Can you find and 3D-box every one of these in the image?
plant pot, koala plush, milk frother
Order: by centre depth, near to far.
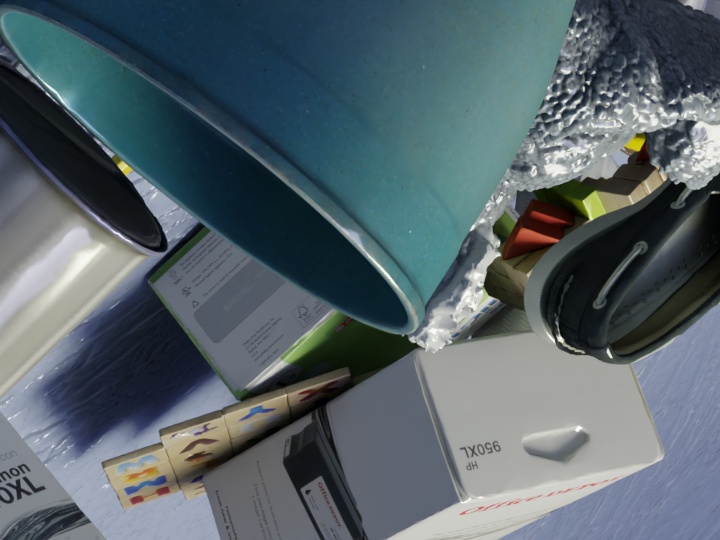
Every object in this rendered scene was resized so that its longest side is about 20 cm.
[{"bbox_3d":[-0.168,0.038,1.059,0.188,0.200,0.180,-44,157,9],"label":"milk frother"},{"bbox_3d":[-0.006,-0.110,1.077,0.188,0.200,0.200,-54,164,-10],"label":"plant pot"},{"bbox_3d":[0.049,-0.077,1.275,0.200,0.177,0.184,-40,168,30],"label":"koala plush"}]

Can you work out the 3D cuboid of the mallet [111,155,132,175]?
[{"bbox_3d":[-0.090,-0.057,1.253,0.200,0.041,0.066,-40,162,-16],"label":"mallet"}]

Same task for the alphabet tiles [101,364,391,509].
[{"bbox_3d":[-0.052,0.088,1.474,0.166,0.006,0.200,-18,167,-4],"label":"alphabet tiles"}]

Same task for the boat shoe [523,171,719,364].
[{"bbox_3d":[0.171,-0.021,1.335,0.200,0.060,0.076,-41,124,-15],"label":"boat shoe"}]

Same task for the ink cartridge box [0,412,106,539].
[{"bbox_3d":[-0.186,0.172,1.325,0.145,0.200,0.084,-21,151,-45],"label":"ink cartridge box"}]

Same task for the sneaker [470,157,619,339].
[{"bbox_3d":[0.131,0.020,1.595,0.074,0.116,0.200,-16,-140,37],"label":"sneaker"}]

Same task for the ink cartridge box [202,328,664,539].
[{"bbox_3d":[0.036,0.102,1.452,0.145,0.084,0.200,-9,164,-40],"label":"ink cartridge box"}]

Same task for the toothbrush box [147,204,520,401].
[{"bbox_3d":[0.000,0.000,1.474,0.146,0.086,0.200,-42,161,11],"label":"toothbrush box"}]

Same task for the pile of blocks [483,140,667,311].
[{"bbox_3d":[0.145,-0.050,1.420,0.200,0.082,0.062,-27,121,1],"label":"pile of blocks"}]

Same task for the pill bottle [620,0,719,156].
[{"bbox_3d":[0.151,-0.126,1.448,0.109,0.109,0.200,-42,161,3],"label":"pill bottle"}]
